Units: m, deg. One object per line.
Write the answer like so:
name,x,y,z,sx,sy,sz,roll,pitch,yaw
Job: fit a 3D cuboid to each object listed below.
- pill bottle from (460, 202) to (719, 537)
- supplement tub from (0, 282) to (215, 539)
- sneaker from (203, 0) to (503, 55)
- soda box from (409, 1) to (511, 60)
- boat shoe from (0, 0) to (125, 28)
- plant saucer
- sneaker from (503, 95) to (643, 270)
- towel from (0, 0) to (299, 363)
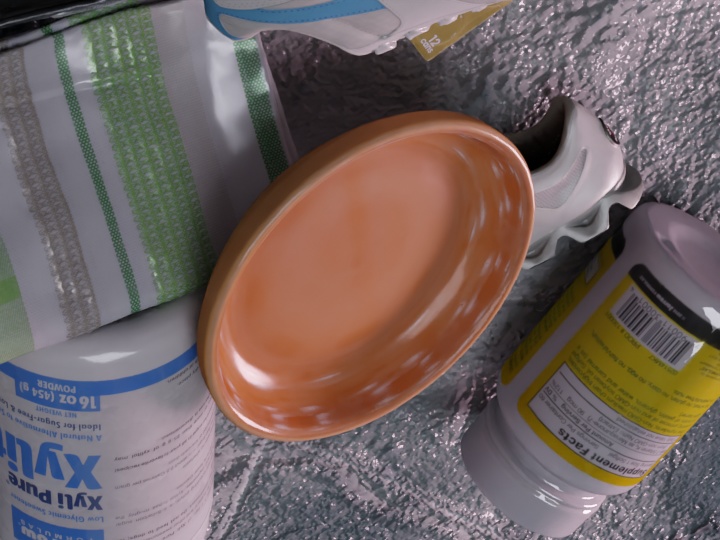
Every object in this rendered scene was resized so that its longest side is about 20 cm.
pill bottle,0.156,0.065,1.088,0.114,0.114,0.200,18,122,-35
supplement tub,-0.143,0.068,0.949,0.132,0.132,0.200,-9,133,-16
sneaker,0.025,-0.143,0.783,0.200,0.077,0.081,-1,139,-15
soda box,0.003,-0.193,0.817,0.068,0.064,0.200,-34,135,8
boat shoe,-0.187,-0.133,0.787,0.199,0.068,0.074,-7,133,-17
plant saucer,0.000,0.000,0.894,0.200,0.037,0.200,-24,139,-23
sneaker,0.055,-0.029,0.995,0.200,0.074,0.089,-36,126,3
towel,-0.122,-0.050,0.832,0.200,0.031,0.149,-24,104,-28
